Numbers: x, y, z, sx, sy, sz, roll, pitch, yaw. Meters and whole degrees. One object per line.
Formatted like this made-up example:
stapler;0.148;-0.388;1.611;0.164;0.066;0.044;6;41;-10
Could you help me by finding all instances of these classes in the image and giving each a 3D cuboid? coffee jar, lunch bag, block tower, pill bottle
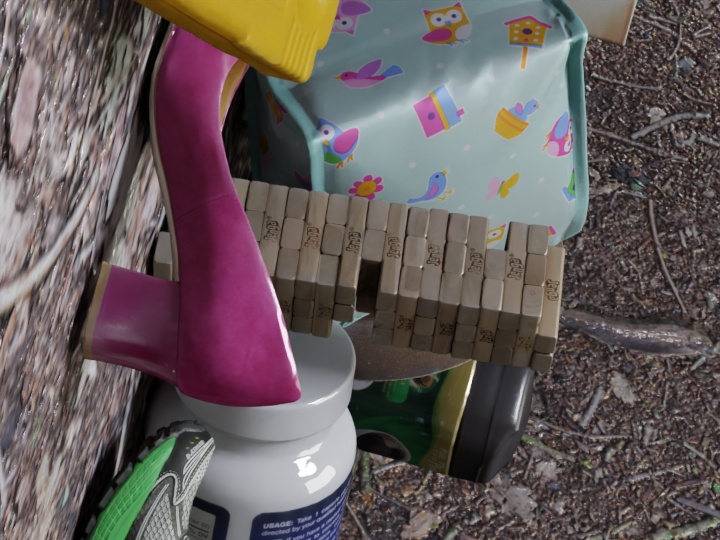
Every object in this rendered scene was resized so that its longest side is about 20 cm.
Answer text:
coffee jar;0.005;0.064;1.438;0.104;0.199;0.086;94;12;-71
lunch bag;0.030;-0.061;1.271;0.200;0.170;0.122;85;-21;-51
block tower;0.000;0.000;1.172;0.054;0.199;0.058;96;2;-58
pill bottle;-0.064;0.117;1.283;0.116;0.115;0.201;-69;174;-52

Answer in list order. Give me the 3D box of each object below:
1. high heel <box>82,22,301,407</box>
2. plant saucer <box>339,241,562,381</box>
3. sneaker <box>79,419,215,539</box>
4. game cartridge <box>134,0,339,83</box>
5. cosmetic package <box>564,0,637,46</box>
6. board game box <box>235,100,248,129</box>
high heel;-0.050;-0.042;1.024;0.067;0.095;0.201;92;12;-72
plant saucer;0.019;-0.022;1.392;0.032;0.199;0.201;80;22;-47
sneaker;-0.102;0.171;1.181;0.078;0.085;0.201;-43;148;-82
game cartridge;-0.035;-0.172;0.873;0.200;0.032;0.177;20;84;-69
cosmetic package;0.075;-0.209;1.404;0.103;0.199;0.088;-62;168;-65
board game box;-0.031;-0.126;1.397;0.105;0.023;0.200;-63;177;4
